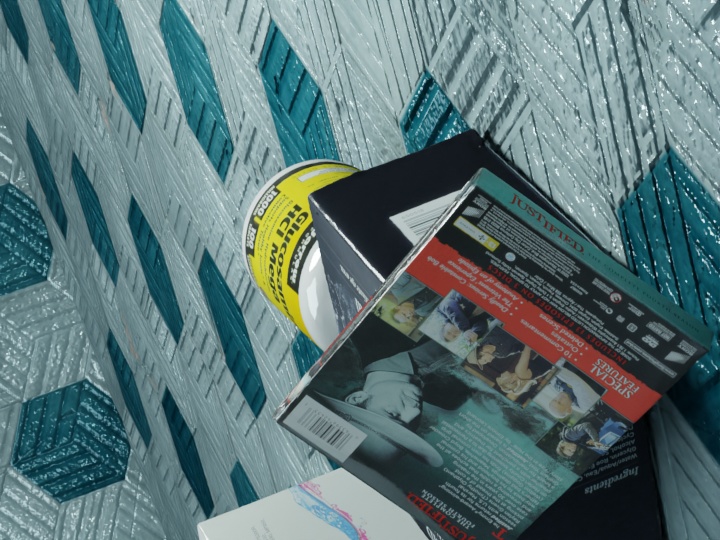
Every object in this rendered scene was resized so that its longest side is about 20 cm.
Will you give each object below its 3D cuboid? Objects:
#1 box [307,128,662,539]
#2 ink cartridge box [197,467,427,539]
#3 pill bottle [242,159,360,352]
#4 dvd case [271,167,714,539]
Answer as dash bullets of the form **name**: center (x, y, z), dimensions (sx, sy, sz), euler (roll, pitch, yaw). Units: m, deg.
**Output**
- **box**: center (0.071, 0.059, 1.324), dimensions (0.197, 0.117, 0.200), euler (-131, 23, -55)
- **ink cartridge box**: center (-0.001, 0.241, 1.678), dimensions (0.146, 0.199, 0.145), euler (86, 159, -48)
- **pill bottle**: center (0.000, 0.000, 1.522), dimensions (0.200, 0.112, 0.113), euler (-143, 35, -65)
- **dvd case**: center (0.063, 0.054, 1.173), dimensions (0.146, 0.022, 0.200), euler (34, 126, -7)
